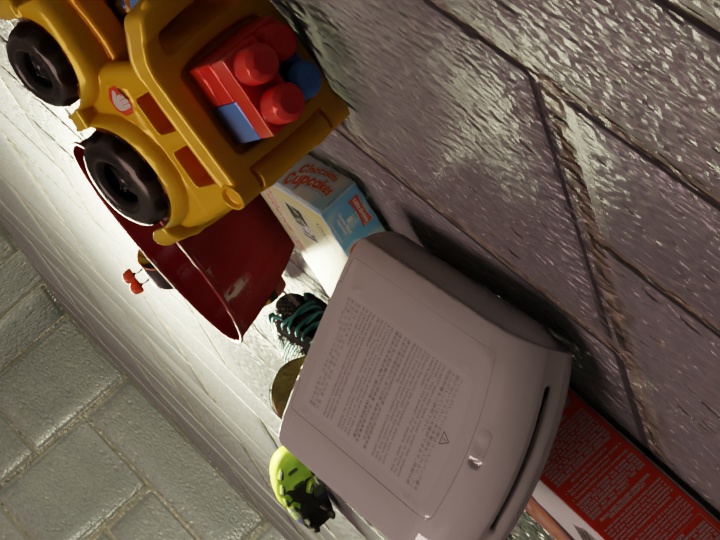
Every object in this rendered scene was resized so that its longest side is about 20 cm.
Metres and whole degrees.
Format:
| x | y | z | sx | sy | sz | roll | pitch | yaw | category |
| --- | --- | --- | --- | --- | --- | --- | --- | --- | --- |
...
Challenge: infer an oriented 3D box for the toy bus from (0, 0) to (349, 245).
| x | y | z | sx | sy | sz | roll | pitch | yaw | category |
| --- | --- | --- | --- | --- | --- | --- | --- | --- | --- |
| -0.103 | -0.130 | 1.144 | 0.200 | 0.136 | 0.192 | 54 | 154 | -13 | toy bus |

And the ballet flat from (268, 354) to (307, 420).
| x | y | z | sx | sy | sz | roll | pitch | yaw | category |
| --- | --- | --- | --- | --- | --- | --- | --- | --- | --- |
| 0.021 | 0.103 | 1.416 | 0.200 | 0.071 | 0.071 | 20 | -168 | -43 | ballet flat |

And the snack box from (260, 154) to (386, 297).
| x | y | z | sx | sy | sz | roll | pitch | yaw | category |
| --- | --- | --- | --- | --- | --- | --- | --- | --- | --- |
| 0.000 | 0.000 | 1.365 | 0.116 | 0.037 | 0.200 | 33 | 161 | 52 | snack box |

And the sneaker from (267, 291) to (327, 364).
| x | y | z | sx | sy | sz | roll | pitch | yaw | category |
| --- | --- | --- | --- | --- | --- | --- | --- | --- | --- |
| -0.042 | 0.060 | 1.637 | 0.091 | 0.078 | 0.200 | 54 | 167 | -4 | sneaker |

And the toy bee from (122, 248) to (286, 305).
| x | y | z | sx | sy | sz | roll | pitch | yaw | category |
| --- | --- | --- | --- | --- | --- | --- | --- | --- | --- |
| -0.163 | -0.004 | 1.786 | 0.131 | 0.109 | 0.200 | 53 | 168 | -28 | toy bee |

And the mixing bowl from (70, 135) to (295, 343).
| x | y | z | sx | sy | sz | roll | pitch | yaw | category |
| --- | --- | --- | --- | --- | --- | --- | --- | --- | --- |
| -0.117 | -0.053 | 1.455 | 0.200 | 0.108 | 0.200 | 47 | 168 | 13 | mixing bowl |

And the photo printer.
| x | y | z | sx | sy | sz | roll | pitch | yaw | category |
| --- | --- | --- | --- | --- | --- | --- | --- | --- | --- |
| 0.043 | 0.084 | 1.184 | 0.069 | 0.167 | 0.200 | 15 | -168 | -38 | photo printer |

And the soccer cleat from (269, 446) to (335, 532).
| x | y | z | sx | sy | sz | roll | pitch | yaw | category |
| --- | --- | --- | --- | --- | --- | --- | --- | --- | --- |
| -0.093 | 0.288 | 2.571 | 0.084 | 0.065 | 0.200 | 44 | 168 | 34 | soccer cleat |

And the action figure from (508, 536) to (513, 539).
| x | y | z | sx | sy | sz | roll | pitch | yaw | category |
| --- | --- | --- | --- | --- | --- | --- | --- | --- | --- |
| 0.056 | 0.162 | 1.637 | 0.118 | 0.055 | 0.200 | 53 | 164 | -30 | action figure |

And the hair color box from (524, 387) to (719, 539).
| x | y | z | sx | sy | sz | roll | pitch | yaw | category |
| --- | --- | --- | --- | --- | --- | --- | --- | --- | --- |
| 0.171 | 0.164 | 1.199 | 0.200 | 0.064 | 0.111 | 44 | 168 | 30 | hair color box |
